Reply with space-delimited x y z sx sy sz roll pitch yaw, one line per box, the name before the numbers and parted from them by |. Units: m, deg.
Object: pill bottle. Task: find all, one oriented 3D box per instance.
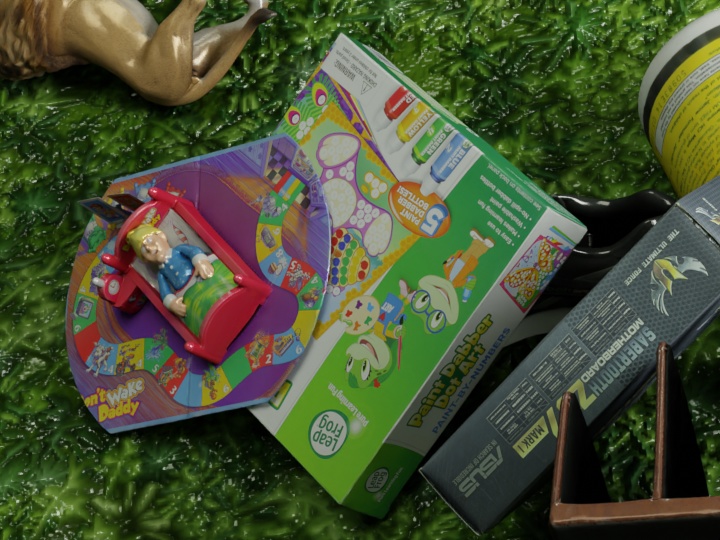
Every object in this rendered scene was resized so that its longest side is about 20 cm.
pill bottle | 0.234 -0.044 1.430 0.112 0.113 0.201 -21 47 -1

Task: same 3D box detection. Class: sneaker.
sneaker | 0.089 -0.009 1.463 0.198 0.088 0.076 -9 48 10

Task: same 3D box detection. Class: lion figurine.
lion figurine | -0.153 -0.152 1.675 0.199 0.072 0.123 28 97 27

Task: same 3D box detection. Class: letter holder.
letter holder | 0.160 0.118 1.255 0.100 0.201 0.143 -5 49 14

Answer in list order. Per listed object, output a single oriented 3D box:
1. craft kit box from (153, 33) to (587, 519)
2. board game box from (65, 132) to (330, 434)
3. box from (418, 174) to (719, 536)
craft kit box | 0.000 0.000 1.457 0.200 0.048 0.198 42 104 40
board game box | -0.107 0.004 1.485 0.199 0.039 0.159 -13 66 36
box | 0.133 0.034 1.315 0.051 0.158 0.200 46 115 9
